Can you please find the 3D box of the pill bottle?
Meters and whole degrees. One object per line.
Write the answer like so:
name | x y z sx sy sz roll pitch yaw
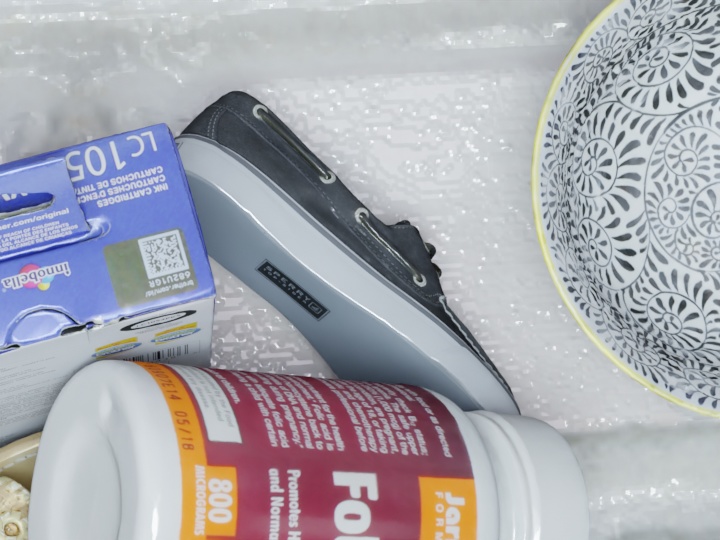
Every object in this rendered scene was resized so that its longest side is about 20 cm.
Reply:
pill bottle | -0.018 0.098 0.921 0.200 0.114 0.114 6 85 -30

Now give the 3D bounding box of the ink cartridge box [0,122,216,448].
ink cartridge box | -0.128 0.011 0.919 0.136 0.200 0.076 -15 77 -8

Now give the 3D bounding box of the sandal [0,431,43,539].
sandal | -0.158 0.120 0.962 0.211 0.078 0.070 -10 51 -8

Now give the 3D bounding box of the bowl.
bowl | 0.164 -0.033 1.015 0.200 0.094 0.201 0 87 -7

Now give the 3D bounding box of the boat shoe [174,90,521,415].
boat shoe | 0.000 0.000 1.011 0.200 0.070 0.066 40 59 -8
